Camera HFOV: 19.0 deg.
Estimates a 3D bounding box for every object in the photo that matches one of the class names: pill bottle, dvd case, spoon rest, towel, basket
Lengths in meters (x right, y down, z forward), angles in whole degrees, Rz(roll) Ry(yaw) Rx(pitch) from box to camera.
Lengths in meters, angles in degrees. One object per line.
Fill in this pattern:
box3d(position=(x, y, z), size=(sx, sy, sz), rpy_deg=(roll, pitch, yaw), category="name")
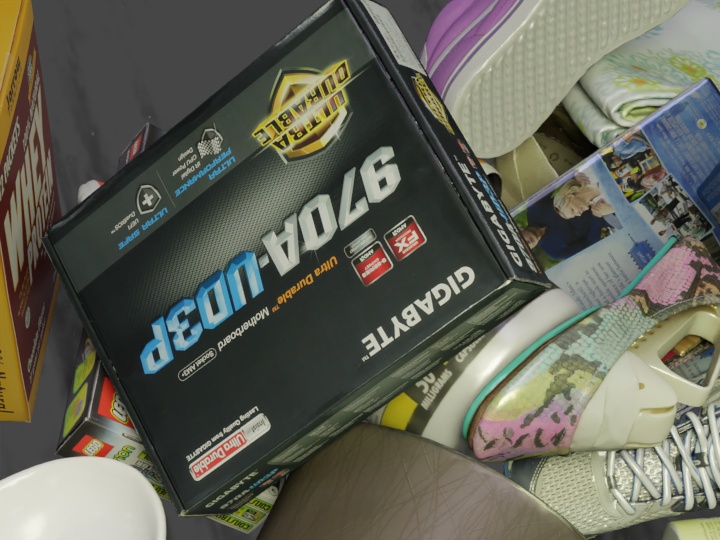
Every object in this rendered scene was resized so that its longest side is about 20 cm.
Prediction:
box3d(position=(0.000, 0.000, 1.060), size=(0.200, 0.111, 0.111), rpy_deg=(39, 56, 16), category="pill bottle")
box3d(position=(0.146, 0.008, 1.137), size=(0.200, 0.018, 0.143), rpy_deg=(-34, 89, -14), category="dvd case")
box3d(position=(-0.184, 0.145, 0.995), size=(0.200, 0.061, 0.099), rpy_deg=(-21, 49, 6), category="spoon rest")
box3d(position=(0.192, -0.118, 1.267), size=(0.171, 0.048, 0.200), rpy_deg=(6, 26, -16), category="towel")
box3d(position=(-0.005, 0.190, 0.960), size=(0.180, 0.136, 0.200), rpy_deg=(26, 54, 20), category="basket")

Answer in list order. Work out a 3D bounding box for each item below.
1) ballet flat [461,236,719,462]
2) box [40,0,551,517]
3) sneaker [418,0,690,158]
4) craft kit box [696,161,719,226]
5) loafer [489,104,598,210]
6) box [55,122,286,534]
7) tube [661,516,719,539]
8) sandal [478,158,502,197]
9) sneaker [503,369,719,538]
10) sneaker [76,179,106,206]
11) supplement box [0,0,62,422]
box3d(position=(0.129, 0.045, 1.013), size=(0.071, 0.069, 0.200), rpy_deg=(36, 40, 19), category="ballet flat")
box3d(position=(-0.034, -0.005, 0.983), size=(0.200, 0.046, 0.159), rpy_deg=(-36, 70, 21), category="box")
box3d(position=(0.109, -0.160, 1.207), size=(0.200, 0.073, 0.114), rpy_deg=(-39, 28, 6), category="sneaker")
box3d(position=(0.243, 0.019, 1.034), size=(0.049, 0.200, 0.198), rpy_deg=(-32, 85, 1), category="craft kit box")
box3d(position=(0.155, -0.031, 1.217), size=(0.200, 0.068, 0.076), rpy_deg=(30, 52, 26), category="loafer")
box3d(position=(-0.083, 0.026, 1.095), size=(0.110, 0.035, 0.200), rpy_deg=(26, 45, -20), category="box")
box3d(position=(0.252, 0.139, 1.065), size=(0.200, 0.052, 0.058), rpy_deg=(-7, 51, -7), category="tube")
box3d(position=(0.059, -0.022, 1.209), size=(0.059, 0.079, 0.207), rpy_deg=(-22, 58, -23), category="sandal")
box3d(position=(0.160, 0.085, 1.055), size=(0.200, 0.077, 0.085), rpy_deg=(-16, 7, -31), category="sneaker")
box3d(position=(-0.099, 0.017, 1.167), size=(0.082, 0.077, 0.200), rpy_deg=(-7, 47, -17), category="sneaker")
box3d(position=(-0.270, -0.036, 1.127), size=(0.200, 0.197, 0.133), rpy_deg=(2, 46, 2), category="supplement box")
